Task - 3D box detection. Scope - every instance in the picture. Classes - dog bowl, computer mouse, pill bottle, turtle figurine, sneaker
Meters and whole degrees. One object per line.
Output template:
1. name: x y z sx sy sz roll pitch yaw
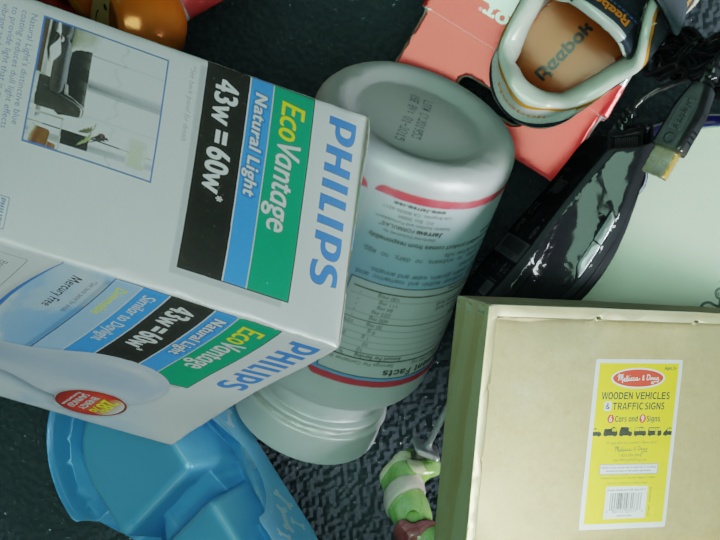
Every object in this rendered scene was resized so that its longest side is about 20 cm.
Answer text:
1. dog bowl: -0.091 0.130 1.357 0.111 0.049 0.201 -45 68 31
2. computer mouse: 0.128 -0.034 1.244 0.046 0.140 0.200 39 85 -11
3. dog bowl: 0.193 0.018 1.353 0.198 0.079 0.202 0 96 3
4. pill bottle: 0.000 0.000 1.320 0.108 0.109 0.201 22 123 1
5. turtle figurine: 0.062 0.164 1.345 0.143 0.194 0.201 26 57 -21
6. sneaker: 0.140 -0.154 1.271 0.078 0.079 0.201 36 96 0

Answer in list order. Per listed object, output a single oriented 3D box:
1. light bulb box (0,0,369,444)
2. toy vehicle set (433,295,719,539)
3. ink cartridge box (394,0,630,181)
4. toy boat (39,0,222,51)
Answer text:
1. light bulb box: -0.130 -0.018 1.217 0.199 0.198 0.126 18 65 -23
2. toy vehicle set: 0.129 0.080 1.252 0.199 0.026 0.125 3 95 -34
3. ink cartridge box: 0.111 -0.161 1.344 0.116 0.067 0.201 31 96 0
4. toy boat: -0.128 -0.142 1.250 0.199 0.131 0.131 -31 136 -3
